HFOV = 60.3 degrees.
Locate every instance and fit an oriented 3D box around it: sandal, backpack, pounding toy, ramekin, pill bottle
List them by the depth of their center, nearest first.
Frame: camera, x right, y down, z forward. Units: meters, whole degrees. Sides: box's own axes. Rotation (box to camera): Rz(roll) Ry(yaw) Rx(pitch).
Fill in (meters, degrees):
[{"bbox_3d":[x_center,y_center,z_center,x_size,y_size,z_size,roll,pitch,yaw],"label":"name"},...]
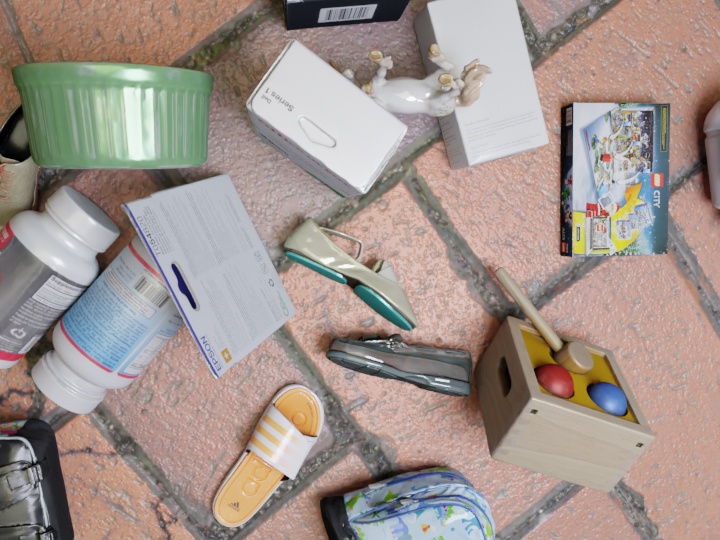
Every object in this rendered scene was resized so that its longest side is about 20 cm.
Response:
[{"bbox_3d":[-0.257,-0.161,0.666,0.199,0.200,0.098,-2,102,-8],"label":"ramekin"},{"bbox_3d":[-0.439,0.264,0.693,0.199,0.151,0.179,-11,93,-14],"label":"backpack"},{"bbox_3d":[-0.372,0.004,0.702,0.111,0.111,0.200,43,88,-9],"label":"pill bottle"},{"bbox_3d":[-0.279,0.063,0.721,0.109,0.109,0.200,42,88,-9],"label":"pill bottle"},{"bbox_3d":[0.235,0.128,0.768,0.183,0.200,0.143,19,120,-9],"label":"pounding toy"},{"bbox_3d":[-0.114,0.245,0.782,0.079,0.059,0.207,33,89,-9],"label":"sandal"},{"bbox_3d":[0.071,0.337,0.785,0.199,0.154,0.164,-17,90,-19],"label":"backpack"}]

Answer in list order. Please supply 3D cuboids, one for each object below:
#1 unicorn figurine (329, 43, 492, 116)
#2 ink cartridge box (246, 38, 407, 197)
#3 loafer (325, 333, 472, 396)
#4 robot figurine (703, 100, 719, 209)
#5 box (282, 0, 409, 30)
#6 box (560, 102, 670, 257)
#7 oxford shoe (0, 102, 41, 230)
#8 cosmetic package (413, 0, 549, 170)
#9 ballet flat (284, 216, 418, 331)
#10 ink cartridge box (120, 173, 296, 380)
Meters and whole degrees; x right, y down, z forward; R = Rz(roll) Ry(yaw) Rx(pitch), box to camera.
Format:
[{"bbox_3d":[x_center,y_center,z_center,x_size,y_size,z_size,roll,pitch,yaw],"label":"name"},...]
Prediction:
[{"bbox_3d":[0.040,-0.207,0.703,0.199,0.137,0.074,17,87,6],"label":"unicorn figurine"},{"bbox_3d":[-0.042,-0.156,0.690,0.145,0.200,0.084,35,90,-9],"label":"ink cartridge box"},{"bbox_3d":[0.053,0.111,0.800,0.199,0.072,0.063,18,72,-16],"label":"loafer"},{"bbox_3d":[0.518,-0.152,0.812,0.169,0.113,0.201,-17,99,-45],"label":"robot figurine"},{"bbox_3d":[-0.027,-0.401,0.721,0.148,0.107,0.201,-8,95,-6],"label":"box"},{"bbox_3d":[0.339,-0.119,0.827,0.136,0.038,0.201,-1,95,-8],"label":"box"},{"bbox_3d":[-0.407,-0.108,0.707,0.070,0.075,0.201,21,91,-9],"label":"oxford shoe"},{"bbox_3d":[0.148,-0.237,0.772,0.112,0.081,0.201,-15,95,-7],"label":"cosmetic package"},{"bbox_3d":[0.000,0.000,0.780,0.199,0.069,0.070,33,89,-9],"label":"ballet flat"},{"bbox_3d":[-0.167,0.001,0.691,0.040,0.200,0.200,-22,97,23],"label":"ink cartridge box"}]
